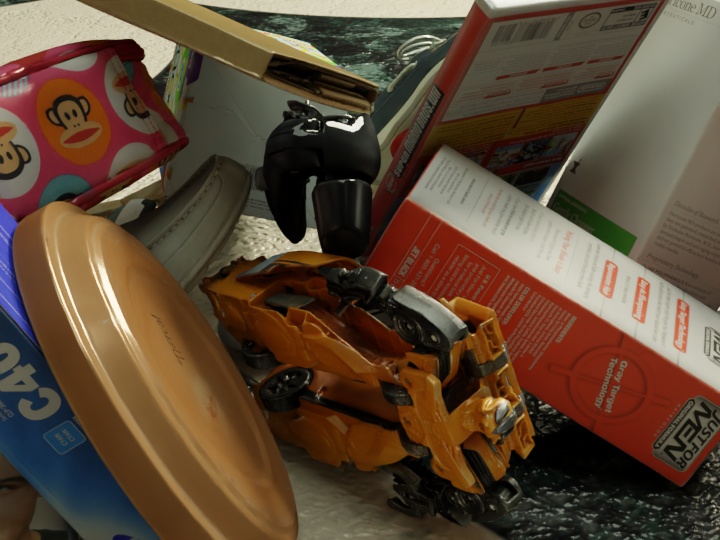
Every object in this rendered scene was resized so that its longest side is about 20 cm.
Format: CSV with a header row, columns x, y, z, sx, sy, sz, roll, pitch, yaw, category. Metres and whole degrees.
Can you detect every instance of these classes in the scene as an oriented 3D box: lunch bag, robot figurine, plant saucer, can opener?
x,y,z,sx,sy,sz,roll,pitch,yaw,category
-0.207,-0.042,0.715,0.176,0.082,0.200,-23,7,39,lunch bag
0.005,0.050,0.676,0.058,0.145,0.200,-37,30,-32,robot figurine
-0.083,0.054,0.608,0.032,0.200,0.200,-32,26,3,plant saucer
-0.028,-0.041,0.747,0.063,0.079,0.200,8,-7,-5,can opener

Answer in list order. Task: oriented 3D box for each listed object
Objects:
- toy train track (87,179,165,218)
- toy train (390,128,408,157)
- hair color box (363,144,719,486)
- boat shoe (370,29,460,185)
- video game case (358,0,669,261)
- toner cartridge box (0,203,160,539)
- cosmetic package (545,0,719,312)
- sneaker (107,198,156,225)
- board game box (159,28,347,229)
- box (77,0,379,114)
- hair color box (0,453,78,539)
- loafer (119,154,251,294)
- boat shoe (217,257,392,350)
x,y,z,sx,sy,sz,roll,pitch,yaw,category
-0.136,-0.043,1.010,0.200,0.033,0.115,-16,-2,-45,toy train track
0.120,-0.116,1.001,0.116,0.200,0.085,-11,62,-43,toy train
0.105,0.020,0.729,0.200,0.061,0.102,32,26,2,hair color box
0.061,-0.144,1.054,0.075,0.200,0.062,6,54,-30,boat shoe
0.086,-0.088,0.798,0.143,0.200,0.017,-14,58,-35,video game case
-0.129,0.054,0.592,0.043,0.200,0.095,-31,33,4,toner cartridge box
0.196,-0.064,0.840,0.085,0.200,0.108,18,12,-30,cosmetic package
-0.201,0.003,0.860,0.120,0.084,0.200,7,22,2,sneaker
-0.080,-0.109,0.945,0.105,0.103,0.200,11,13,-14,board game box
-0.102,-0.139,0.748,0.200,0.021,0.163,27,10,17,box
-0.169,0.140,0.572,0.099,0.061,0.200,-5,24,-10,hair color box
-0.140,0.009,0.728,0.200,0.070,0.070,-47,15,-1,loafer
0.002,0.001,0.870,0.199,0.068,0.074,-11,26,-22,boat shoe
